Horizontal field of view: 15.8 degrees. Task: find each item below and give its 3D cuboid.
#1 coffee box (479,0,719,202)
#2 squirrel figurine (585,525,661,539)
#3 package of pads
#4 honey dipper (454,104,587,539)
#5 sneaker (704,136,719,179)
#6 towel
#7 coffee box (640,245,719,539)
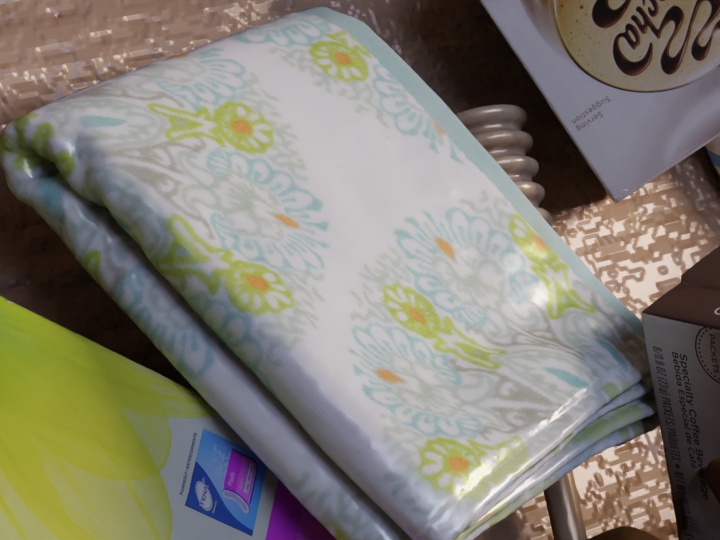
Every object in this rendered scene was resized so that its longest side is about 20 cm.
[{"bbox_3d":[0.148,-0.127,0.972,0.113,0.200,0.080,57,7,0],"label":"coffee box"},{"bbox_3d":[0.126,0.179,0.821,0.187,0.200,0.142,49,45,-6],"label":"squirrel figurine"},{"bbox_3d":[-0.093,0.103,0.791,0.200,0.068,0.155,27,56,-20],"label":"package of pads"},{"bbox_3d":[0.065,0.039,0.946,0.038,0.038,0.200,-4,74,-35],"label":"honey dipper"},{"bbox_3d":[0.167,-0.084,1.044,0.072,0.072,0.200,-37,93,-40],"label":"sneaker"},{"bbox_3d":[0.000,0.000,0.864,0.200,0.048,0.171,46,33,13],"label":"towel"},{"bbox_3d":[0.175,0.093,0.889,0.080,0.114,0.200,-34,123,-38],"label":"coffee box"}]
